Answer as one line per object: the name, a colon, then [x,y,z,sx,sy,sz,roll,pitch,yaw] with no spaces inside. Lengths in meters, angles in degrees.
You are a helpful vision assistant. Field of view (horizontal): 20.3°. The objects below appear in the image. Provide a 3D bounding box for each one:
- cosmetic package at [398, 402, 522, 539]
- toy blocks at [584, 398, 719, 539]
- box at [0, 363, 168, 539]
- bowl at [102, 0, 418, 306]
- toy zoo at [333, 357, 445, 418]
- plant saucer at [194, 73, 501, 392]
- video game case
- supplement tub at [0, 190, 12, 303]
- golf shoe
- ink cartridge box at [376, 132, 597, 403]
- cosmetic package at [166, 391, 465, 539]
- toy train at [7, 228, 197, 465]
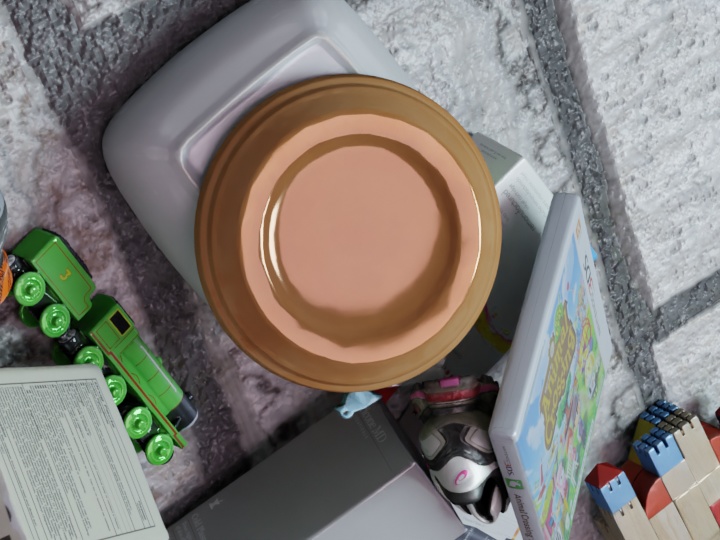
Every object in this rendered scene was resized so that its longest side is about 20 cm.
cosmetic package: [0.048,0.214,1.526,0.150,0.052,0.201,33,91,-34]
toy blocks: [0.261,0.170,1.620,0.199,0.100,0.137,-35,113,-14]
box: [-0.218,0.135,1.208,0.108,0.200,0.129,-25,81,13]
bowl: [-0.043,-0.069,1.295,0.199,0.075,0.200,-40,102,-9]
toy zoo: [0.000,0.000,1.360,0.130,0.020,0.202,7,89,-10]
plant saucer: [-0.003,-0.022,1.252,0.199,0.037,0.202,-1,95,-15]
video game case: [0.135,0.080,1.384,0.183,0.022,0.201,70,32,-49]
supplement tub: [-0.280,-0.062,1.163,0.122,0.122,0.201,-29,122,-18]
golf shoe: [0.077,0.132,1.386,0.200,0.072,0.093,40,43,-71]
ink cartridge box: [0.060,0.015,1.437,0.200,0.067,0.116,-46,126,-6]
cosmetic package: [-0.038,0.186,1.405,0.200,0.107,0.090,-39,125,1]
toy train: [-0.171,0.052,1.331,0.056,0.042,0.200,-48,127,-18]
